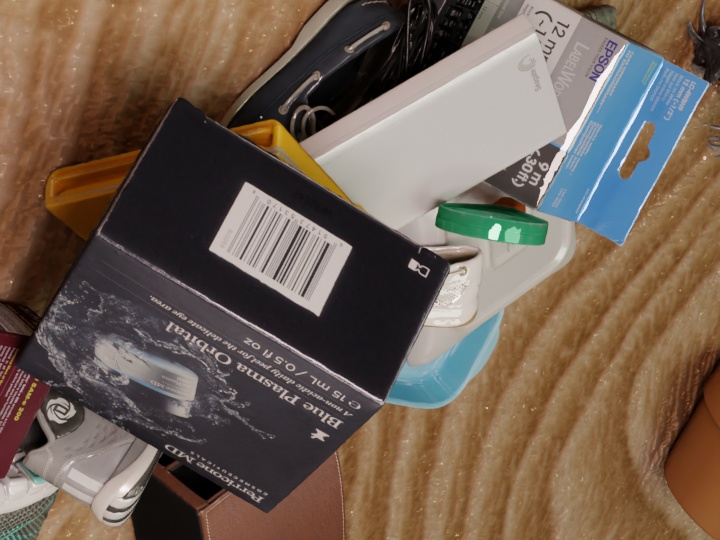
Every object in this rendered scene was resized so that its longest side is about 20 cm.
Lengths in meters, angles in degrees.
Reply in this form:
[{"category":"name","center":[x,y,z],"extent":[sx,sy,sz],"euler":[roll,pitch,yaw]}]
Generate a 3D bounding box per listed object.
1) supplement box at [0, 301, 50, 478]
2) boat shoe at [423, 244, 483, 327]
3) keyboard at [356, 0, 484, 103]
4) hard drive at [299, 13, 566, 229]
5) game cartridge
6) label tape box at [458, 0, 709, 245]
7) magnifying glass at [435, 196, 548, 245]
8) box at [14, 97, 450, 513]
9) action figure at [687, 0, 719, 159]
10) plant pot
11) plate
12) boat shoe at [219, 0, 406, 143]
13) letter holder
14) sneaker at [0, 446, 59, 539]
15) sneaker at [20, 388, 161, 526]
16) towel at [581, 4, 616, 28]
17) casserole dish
[{"category":"supplement box","center":[-0.290,0.066,1.253],"extent":[0.200,0.061,0.109],"euler":[17,106,-52]},{"category":"boat shoe","center":[0.000,0.000,1.492],"extent":[0.200,0.071,0.069],"euler":[0,119,-24]},{"category":"keyboard","center":[0.044,-0.130,1.395],"extent":[0.104,0.040,0.200],"euler":[2,118,-62]},{"category":"hard drive","center":[0.043,-0.087,1.372],"extent":[0.200,0.027,0.132],"euler":[-30,149,-1]},{"category":"game cartridge","center":[-0.088,-0.028,1.338],"extent":[0.200,0.176,0.032],"euler":[44,41,-55]},{"category":"label tape box","center":[0.138,-0.125,1.465],"extent":[0.143,0.200,0.066],"euler":[-62,172,10]},{"category":"magnifying glass","center":[0.102,-0.039,1.449],"extent":[0.200,0.080,0.022],"euler":[-25,124,-80]},{"category":"box","center":[-0.083,0.029,1.222],"extent":[0.200,0.197,0.117],"euler":[-48,-167,56]},{"category":"action figure","center":[0.352,-0.151,1.757],"extent":[0.102,0.200,0.119],"euler":[-39,-166,49]},{"category":"plant pot","center":[0.415,0.204,2.073],"extent":[0.140,0.200,0.200],"euler":[-49,147,21]},{"category":"plate","center":[0.110,-0.035,1.593],"extent":[0.200,0.032,0.200],"euler":[-34,138,-28]},{"category":"boat shoe","center":[-0.037,-0.110,1.397],"extent":[0.200,0.062,0.075],"euler":[-49,145,-6]},{"category":"letter holder","center":[-0.094,0.191,1.547],"extent":[0.142,0.101,0.200],"euler":[-34,140,-29]},{"category":"sneaker","center":[-0.284,0.174,1.341],"extent":[0.200,0.078,0.091],"euler":[-10,130,-42]},{"category":"sneaker","center":[-0.179,0.082,1.385],"extent":[0.075,0.115,0.200],"euler":[-62,-177,36]},{"category":"towel","center":[0.130,-0.111,1.620],"extent":[0.192,0.035,0.200],"euler":[-25,133,-39]},{"category":"casserole dish","center":[0.043,0.051,1.639],"extent":[0.200,0.039,0.121],"euler":[14,108,-52]}]
